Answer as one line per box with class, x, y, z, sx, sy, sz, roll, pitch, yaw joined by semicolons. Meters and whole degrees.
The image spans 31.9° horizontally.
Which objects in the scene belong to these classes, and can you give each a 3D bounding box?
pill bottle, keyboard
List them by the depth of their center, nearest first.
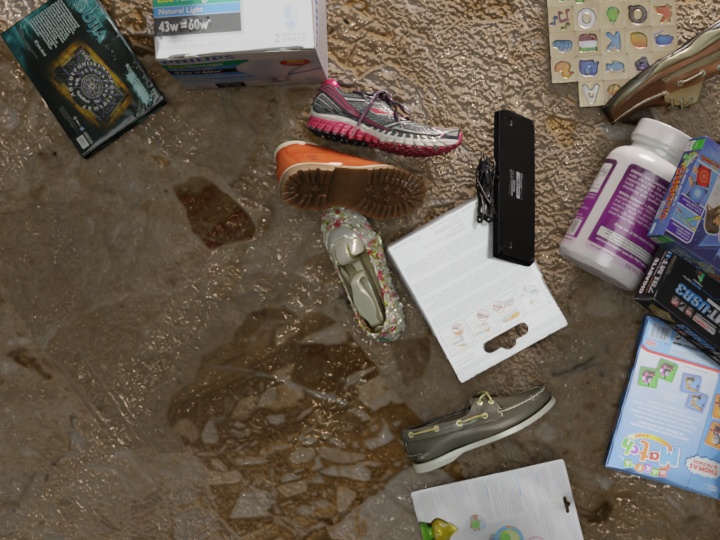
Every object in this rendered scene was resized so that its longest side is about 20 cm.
pill bottle;0.342;-0.085;1.582;0.112;0.112;0.200;29;91;3
keyboard;0.178;-0.108;1.598;0.040;0.104;0.200;-15;67;44

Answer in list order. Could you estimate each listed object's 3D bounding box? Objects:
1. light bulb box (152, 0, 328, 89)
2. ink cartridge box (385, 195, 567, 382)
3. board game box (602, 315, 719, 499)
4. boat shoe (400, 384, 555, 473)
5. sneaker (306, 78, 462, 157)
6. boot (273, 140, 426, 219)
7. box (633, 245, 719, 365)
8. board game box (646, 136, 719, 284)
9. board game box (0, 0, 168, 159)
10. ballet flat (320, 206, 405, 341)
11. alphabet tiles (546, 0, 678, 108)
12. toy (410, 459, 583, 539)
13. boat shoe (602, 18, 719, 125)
light bulb box;-0.145;-0.308;1.570;0.198;0.200;0.125;-3;88;3
ink cartridge box;0.148;0.018;1.624;0.162;0.057;0.200;-29;92;1
board game box;0.409;0.174;1.609;0.151;0.037;0.200;16;88;3
boat shoe;0.149;0.190;1.605;0.202;0.072;0.060;-26;92;6
sneaker;0.034;-0.193;1.617;0.200;0.081;0.075;14;87;4
boot;-0.015;-0.125;1.620;0.200;0.107;0.075;7;118;-23
box;0.458;0.005;1.552;0.200;0.050;0.199;34;77;-18
board game box;0.451;-0.052;1.506;0.200;0.034;0.135;31;77;-18
board game box;-0.365;-0.267;1.666;0.135;0.028;0.200;-34;87;1
ballet flat;0.000;0.000;1.617;0.076;0.064;0.200;-28;87;23
alphabet tiles;0.328;-0.314;1.641;0.166;0.006;0.200;-4;88;2
toy;0.175;0.315;1.614;0.200;0.047;0.115;-14;91;6
boat shoe;0.404;-0.241;1.597;0.200;0.076;0.074;-34;91;2
